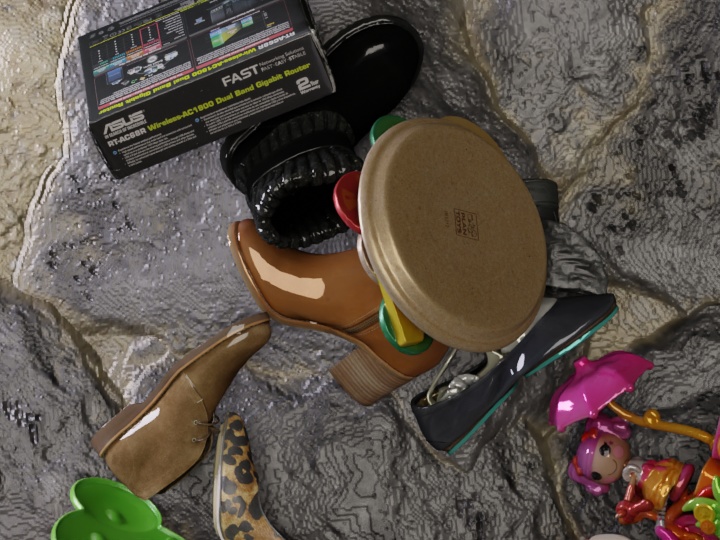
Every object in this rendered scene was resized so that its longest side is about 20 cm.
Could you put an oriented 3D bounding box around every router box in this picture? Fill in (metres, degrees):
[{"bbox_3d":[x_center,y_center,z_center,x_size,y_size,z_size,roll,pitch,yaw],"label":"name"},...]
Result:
[{"bbox_3d":[-0.129,-0.170,1.702,0.199,0.150,0.062,-22,125,4],"label":"router box"}]

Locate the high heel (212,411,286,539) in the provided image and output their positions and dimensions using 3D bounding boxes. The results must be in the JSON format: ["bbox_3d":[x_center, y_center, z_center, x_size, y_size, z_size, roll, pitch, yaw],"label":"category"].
[{"bbox_3d":[-0.051,0.214,1.724,0.141,0.071,0.202,-4,89,-3],"label":"high heel"}]

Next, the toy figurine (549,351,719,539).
[{"bbox_3d":[0.238,0.150,1.684,0.183,0.150,0.201,24,114,19],"label":"toy figurine"}]

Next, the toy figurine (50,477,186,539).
[{"bbox_3d":[-0.221,0.299,1.701,0.149,0.200,0.185,16,110,-28],"label":"toy figurine"}]

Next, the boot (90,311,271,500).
[{"bbox_3d":[-0.133,0.112,1.709,0.200,0.073,0.076,-43,74,23],"label":"boot"}]

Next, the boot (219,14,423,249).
[{"bbox_3d":[-0.014,-0.111,1.680,0.211,0.158,0.079,-43,115,0],"label":"boot"}]

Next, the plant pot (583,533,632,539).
[{"bbox_3d":[0.206,0.315,1.603,0.200,0.200,0.178,-40,110,1],"label":"plant pot"}]

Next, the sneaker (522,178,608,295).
[{"bbox_3d":[0.103,-0.019,1.722,0.198,0.060,0.105,-5,82,1],"label":"sneaker"}]

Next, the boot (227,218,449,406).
[{"bbox_3d":[0.000,0.000,1.695,0.155,0.077,0.200,-41,90,26],"label":"boot"}]

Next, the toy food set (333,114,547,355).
[{"bbox_3d":[0.067,-0.030,1.622,0.049,0.197,0.201,-26,76,46],"label":"toy food set"}]

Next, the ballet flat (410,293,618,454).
[{"bbox_3d":[0.118,0.069,1.696,0.200,0.073,0.073,-42,85,17],"label":"ballet flat"}]
